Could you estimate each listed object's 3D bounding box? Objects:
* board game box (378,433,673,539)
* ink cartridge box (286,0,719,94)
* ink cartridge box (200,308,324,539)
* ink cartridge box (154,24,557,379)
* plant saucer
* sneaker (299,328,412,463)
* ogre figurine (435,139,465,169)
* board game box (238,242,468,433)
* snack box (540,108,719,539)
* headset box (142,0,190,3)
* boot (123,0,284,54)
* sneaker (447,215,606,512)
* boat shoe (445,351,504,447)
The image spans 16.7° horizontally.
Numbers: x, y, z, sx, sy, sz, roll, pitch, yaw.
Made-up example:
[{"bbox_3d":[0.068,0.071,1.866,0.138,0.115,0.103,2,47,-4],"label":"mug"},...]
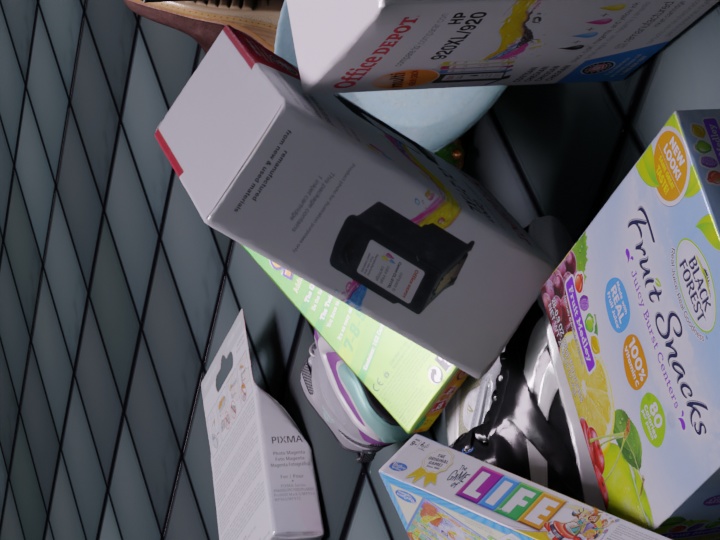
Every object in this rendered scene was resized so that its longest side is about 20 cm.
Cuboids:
[{"bbox_3d":[0.109,0.175,1.344,0.200,0.034,0.135,20,143,44],"label":"board game box"},{"bbox_3d":[0.068,-0.187,1.325,0.147,0.199,0.145,141,123,-66],"label":"ink cartridge box"},{"bbox_3d":[-0.084,0.155,2.037,0.163,0.057,0.201,123,147,-59],"label":"ink cartridge box"},{"bbox_3d":[-0.004,-0.040,1.405,0.083,0.200,0.146,-55,26,10],"label":"ink cartridge box"},{"bbox_3d":[0.036,-0.153,1.550,0.200,0.039,0.202,-13,66,31],"label":"plant saucer"},{"bbox_3d":[-0.016,0.042,1.772,0.140,0.077,0.201,131,132,-62],"label":"sneaker"},{"bbox_3d":[0.013,-0.068,1.649,0.120,0.098,0.201,-165,86,-79],"label":"ogre figurine"},{"bbox_3d":[0.000,0.000,1.556,0.200,0.030,0.096,46,115,23],"label":"board game box"},{"bbox_3d":[0.174,0.036,1.272,0.200,0.067,0.169,122,137,-56],"label":"snack box"},{"bbox_3d":[-0.090,-0.271,1.739,0.174,0.199,0.093,-120,33,-48],"label":"headset box"},{"bbox_3d":[-0.086,-0.133,1.776,0.072,0.199,0.167,-71,-7,-52],"label":"boot"},{"bbox_3d":[0.087,0.075,1.434,0.073,0.111,0.201,21,-124,-64],"label":"sneaker"},{"bbox_3d":[0.093,0.139,1.510,0.065,0.074,0.203,141,131,-65],"label":"boat shoe"}]
